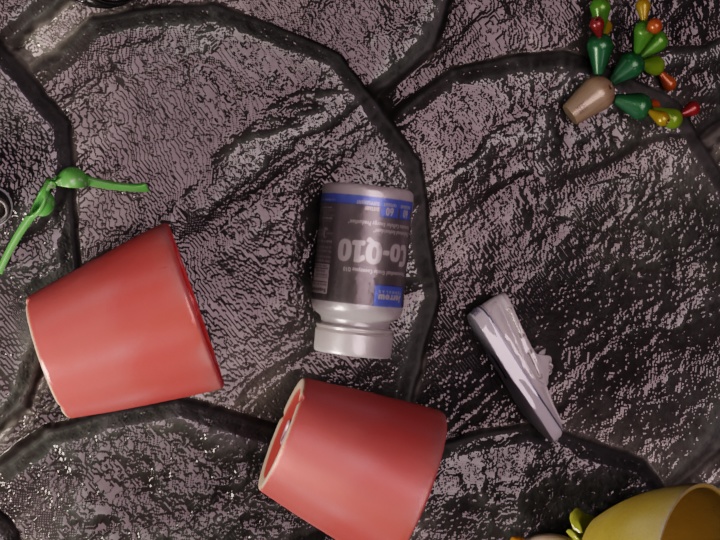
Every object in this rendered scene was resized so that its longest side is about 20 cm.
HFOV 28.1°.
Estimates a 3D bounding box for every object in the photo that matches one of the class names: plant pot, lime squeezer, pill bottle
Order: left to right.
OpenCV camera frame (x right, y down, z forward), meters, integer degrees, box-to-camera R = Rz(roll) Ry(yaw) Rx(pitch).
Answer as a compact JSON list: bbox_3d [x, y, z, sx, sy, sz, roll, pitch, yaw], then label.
[{"bbox_3d":[-0.347,-0.076,1.658,0.199,0.038,0.071,-32,132,-15],"label":"lime squeezer"},{"bbox_3d":[-0.266,0.067,1.602,0.175,0.200,0.203,-19,98,-5],"label":"plant pot"},{"bbox_3d":[-0.015,0.225,1.697,0.176,0.200,0.202,24,85,-7],"label":"plant pot"},{"bbox_3d":[0.000,0.000,1.725,0.112,0.114,0.203,5,90,-18],"label":"pill bottle"},{"bbox_3d":[0.348,0.351,1.726,0.199,0.141,0.203,1,89,-45],"label":"plant pot"}]

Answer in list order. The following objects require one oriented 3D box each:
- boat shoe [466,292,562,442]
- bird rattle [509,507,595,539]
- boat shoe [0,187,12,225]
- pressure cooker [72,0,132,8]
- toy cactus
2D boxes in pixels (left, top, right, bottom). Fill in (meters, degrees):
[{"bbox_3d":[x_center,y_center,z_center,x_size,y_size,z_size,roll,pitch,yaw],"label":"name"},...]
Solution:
[{"bbox_3d":[0.212,0.122,1.819,0.065,0.074,0.201,-33,102,-10],"label":"boat shoe"},{"bbox_3d":[0.259,0.410,1.850,0.161,0.113,0.203,5,99,-2],"label":"bird rattle"},{"bbox_3d":[-0.485,-0.068,1.587,0.198,0.071,0.073,-10,95,-17],"label":"boat shoe"},{"bbox_3d":[-0.300,-0.389,1.581,0.174,0.178,0.202,-16,96,-20],"label":"pressure cooker"},{"bbox_3d":[0.338,-0.246,1.846,0.164,0.102,0.201,-38,111,-3],"label":"toy cactus"}]
